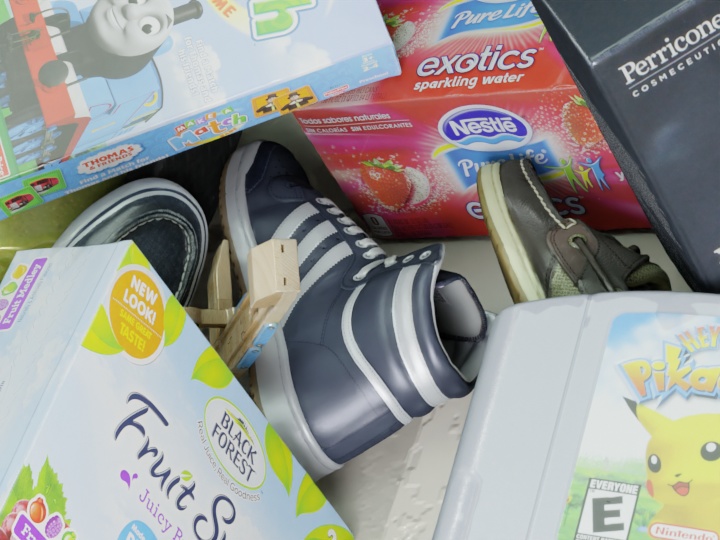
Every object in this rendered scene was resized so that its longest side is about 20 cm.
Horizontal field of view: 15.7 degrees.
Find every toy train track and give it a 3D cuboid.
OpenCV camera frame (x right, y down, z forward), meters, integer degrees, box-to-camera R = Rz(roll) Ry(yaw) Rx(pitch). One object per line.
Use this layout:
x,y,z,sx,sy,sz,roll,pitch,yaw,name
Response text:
-0.064,0.030,1.148,0.032,0.200,0.115,0,71,-15,toy train track

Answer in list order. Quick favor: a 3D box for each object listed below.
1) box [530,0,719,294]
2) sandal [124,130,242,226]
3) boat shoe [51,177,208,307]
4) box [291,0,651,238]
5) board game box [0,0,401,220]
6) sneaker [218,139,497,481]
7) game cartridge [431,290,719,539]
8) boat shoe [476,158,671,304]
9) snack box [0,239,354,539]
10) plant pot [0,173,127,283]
0.174,-0.077,1.063,0.148,0.200,0.107,-31,37,3,box
-0.080,-0.103,1.277,0.048,0.075,0.201,7,61,29,sandal
-0.127,0.049,1.172,0.200,0.071,0.091,-54,21,-6,boat shoe
0.082,-0.084,1.220,0.199,0.096,0.100,-2,47,35,box
-0.098,-0.126,1.217,0.199,0.037,0.152,-20,63,0,board game box
0.000,0.000,1.208,0.108,0.070,0.200,-27,45,16,sneaker
0.135,0.074,1.008,0.199,0.041,0.134,7,58,19,game cartridge
0.104,0.020,1.120,0.066,0.072,0.201,-24,44,3,boat shoe
-0.096,0.115,1.048,0.067,0.200,0.169,-4,46,32,snack box
-0.171,-0.044,1.304,0.200,0.200,0.185,-18,52,18,plant pot
